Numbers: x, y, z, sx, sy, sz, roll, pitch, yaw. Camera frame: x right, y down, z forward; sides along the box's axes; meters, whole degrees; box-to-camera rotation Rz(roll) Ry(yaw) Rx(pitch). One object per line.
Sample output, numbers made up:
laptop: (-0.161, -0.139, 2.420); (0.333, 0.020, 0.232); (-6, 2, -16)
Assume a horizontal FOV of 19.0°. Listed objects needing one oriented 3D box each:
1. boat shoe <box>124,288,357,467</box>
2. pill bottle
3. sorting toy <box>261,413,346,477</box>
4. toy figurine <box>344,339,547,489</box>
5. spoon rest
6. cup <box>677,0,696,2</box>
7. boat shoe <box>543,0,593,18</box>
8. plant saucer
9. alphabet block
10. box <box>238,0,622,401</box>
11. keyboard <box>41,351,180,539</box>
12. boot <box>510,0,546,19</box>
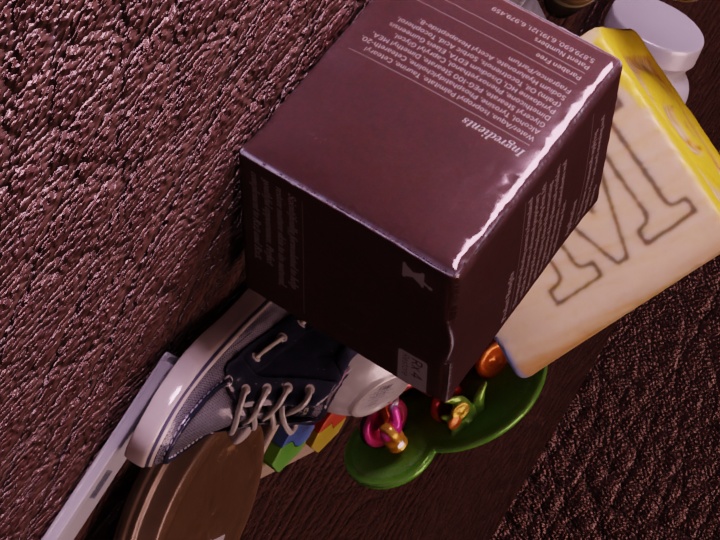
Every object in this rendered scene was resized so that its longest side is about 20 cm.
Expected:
boat shoe: (-0.073, 0.082, 1.459); (0.200, 0.093, 0.075); (-50, 170, -45)
pill bottle: (0.245, -0.156, 2.066); (0.116, 0.116, 0.200); (-40, 158, -53)
sorting toy: (-0.031, 0.099, 1.821); (0.185, 0.036, 0.200); (-62, 167, 20)
toy figurine: (0.034, 0.051, 1.735); (0.200, 0.150, 0.184); (-42, 134, -13)
spoon rest: (-0.030, 0.078, 1.607); (0.200, 0.061, 0.099); (-11, 148, -49)
cup: (0.251, -0.283, 1.589); (0.143, 0.200, 0.200); (-52, 167, -10)
boat shoe: (0.198, -0.284, 1.703); (0.200, 0.073, 0.065); (-52, 180, -19)
plant saucer: (-0.124, 0.179, 1.590); (0.200, 0.029, 0.200); (-55, 158, -36)
alphabet block: (0.172, -0.058, 1.693); (0.200, 0.196, 0.195); (-34, 178, 17)
box: (0.045, -0.061, 1.399); (0.200, 0.164, 0.166); (-51, 162, -26)
keyboard: (-0.177, 0.142, 1.440); (0.200, 0.011, 0.056); (-56, 173, -2)
boot: (0.132, -0.250, 1.545); (0.200, 0.073, 0.182); (-67, 168, 12)
